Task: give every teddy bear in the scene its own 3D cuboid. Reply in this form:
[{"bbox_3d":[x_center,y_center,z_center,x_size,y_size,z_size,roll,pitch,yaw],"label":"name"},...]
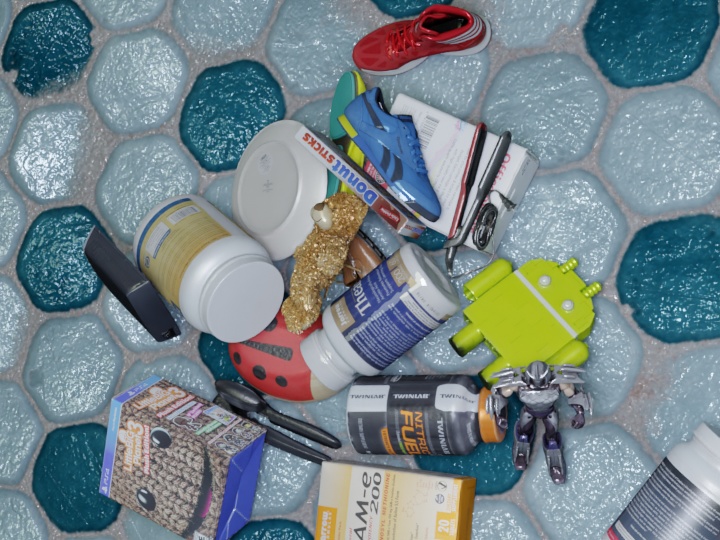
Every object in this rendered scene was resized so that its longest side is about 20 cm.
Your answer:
[{"bbox_3d":[-0.059,-0.013,1.619,0.066,0.145,0.201,23,115,-9],"label":"teddy bear"}]

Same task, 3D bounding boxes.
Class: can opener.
[{"bbox_3d":[-0.121,0.218,1.716,0.199,0.079,0.064,29,87,12],"label":"can opener"}]

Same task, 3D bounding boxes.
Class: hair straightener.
[{"bbox_3d":[0.156,-0.082,1.559,0.077,0.041,0.201,18,91,21],"label":"hair straightener"}]

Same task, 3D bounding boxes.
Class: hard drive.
[{"bbox_3d":[-0.323,0.026,1.737,0.042,0.200,0.135,-42,70,-13],"label":"hard drive"}]

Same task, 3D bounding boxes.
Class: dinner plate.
[{"bbox_3d":[-0.123,-0.114,1.729,0.199,0.024,0.202,-10,75,42],"label":"dinner plate"}]

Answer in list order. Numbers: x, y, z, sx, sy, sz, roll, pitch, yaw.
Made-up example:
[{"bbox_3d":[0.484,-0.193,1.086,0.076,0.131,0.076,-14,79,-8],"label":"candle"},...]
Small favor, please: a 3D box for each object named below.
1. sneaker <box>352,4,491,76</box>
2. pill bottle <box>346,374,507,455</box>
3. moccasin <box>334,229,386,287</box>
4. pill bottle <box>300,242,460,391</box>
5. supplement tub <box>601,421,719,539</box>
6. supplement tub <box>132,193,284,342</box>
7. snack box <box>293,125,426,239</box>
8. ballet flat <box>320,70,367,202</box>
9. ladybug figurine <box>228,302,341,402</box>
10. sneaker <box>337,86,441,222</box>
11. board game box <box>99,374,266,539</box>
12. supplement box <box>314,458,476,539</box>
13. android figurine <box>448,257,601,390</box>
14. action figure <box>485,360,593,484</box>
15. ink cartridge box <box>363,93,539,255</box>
[{"bbox_3d":[0.068,-0.323,1.667,0.199,0.115,0.079,-13,80,19],"label":"sneaker"},{"bbox_3d":[0.090,0.189,1.613,0.199,0.106,0.107,-3,84,21],"label":"pill bottle"},{"bbox_3d":[0.000,0.000,1.689,0.078,0.074,0.202,-42,82,4],"label":"moccasin"},{"bbox_3d":[0.021,0.065,1.593,0.200,0.111,0.111,-39,73,14],"label":"pill bottle"},{"bbox_3d":[0.396,0.296,1.467,0.140,0.140,0.200,39,99,20],"label":"supplement tub"},{"bbox_3d":[-0.209,-0.003,1.697,0.200,0.144,0.145,38,99,42],"label":"supplement tub"},{"bbox_3d":[0.000,-0.116,1.609,0.200,0.072,0.024,43,101,20],"label":"snack box"},{"bbox_3d":[-0.011,-0.174,1.707,0.067,0.067,0.201,-9,70,56],"label":"ballet flat"},{"bbox_3d":[-0.104,0.113,1.712,0.199,0.072,0.137,9,88,21],"label":"ladybug figurine"},{"bbox_3d":[0.052,-0.153,1.594,0.078,0.066,0.200,-40,71,11],"label":"sneaker"},{"bbox_3d":[-0.248,0.265,1.711,0.199,0.097,0.160,22,116,21],"label":"board game box"},{"bbox_3d":[0.045,0.325,1.633,0.199,0.073,0.127,3,85,21],"label":"supplement box"},{"bbox_3d":[0.217,0.062,1.581,0.200,0.041,0.182,-35,63,-7],"label":"android figurine"},{"bbox_3d":[0.222,0.178,1.522,0.129,0.201,0.070,5,48,14],"label":"action figure"},{"bbox_3d":[0.115,-0.127,1.646,0.199,0.086,0.148,28,95,20],"label":"ink cartridge box"}]
